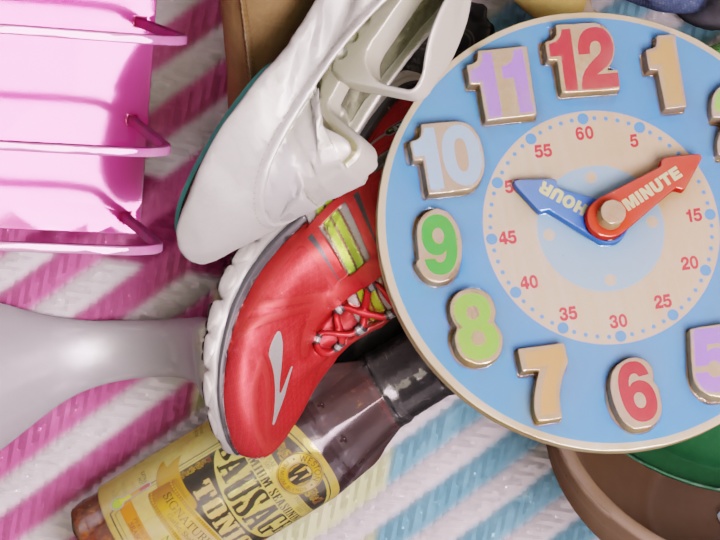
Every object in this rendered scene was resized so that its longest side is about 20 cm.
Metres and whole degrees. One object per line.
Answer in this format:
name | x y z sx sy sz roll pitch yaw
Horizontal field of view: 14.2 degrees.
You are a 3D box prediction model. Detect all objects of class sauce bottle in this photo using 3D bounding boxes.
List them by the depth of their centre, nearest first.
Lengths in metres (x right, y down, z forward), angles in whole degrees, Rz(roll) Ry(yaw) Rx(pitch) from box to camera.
sauce bottle | -0.039 0.085 1.358 0.200 0.066 0.066 -34 106 6

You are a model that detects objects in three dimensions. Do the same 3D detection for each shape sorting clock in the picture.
shape sorting clock | 0.106 -0.019 1.272 0.200 0.039 0.200 2 72 -7

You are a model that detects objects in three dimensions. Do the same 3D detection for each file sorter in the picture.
file sorter | -0.150 -0.110 1.283 0.139 0.125 0.200 2 99 -15

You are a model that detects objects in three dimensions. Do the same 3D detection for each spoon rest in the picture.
spoon rest | -0.165 0.050 1.350 0.200 0.061 0.099 -6 100 0

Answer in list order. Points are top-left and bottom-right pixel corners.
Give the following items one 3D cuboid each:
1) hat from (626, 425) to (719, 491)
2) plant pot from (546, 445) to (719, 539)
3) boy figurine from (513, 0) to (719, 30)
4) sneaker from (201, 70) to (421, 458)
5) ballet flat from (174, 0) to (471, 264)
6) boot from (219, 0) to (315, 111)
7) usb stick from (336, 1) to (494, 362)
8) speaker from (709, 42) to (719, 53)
hat | 0.199 -0.014 1.313 0.200 0.166 0.176 -7 137 -9
plant pot | 0.185 0.094 1.396 0.201 0.201 0.093 -10 138 -12
boy figurine | 0.104 -0.172 1.341 0.200 0.064 0.124 15 95 -38
sneaker | 0.000 0.000 1.305 0.200 0.085 0.077 -59 150 -10
ballet flat | -0.007 -0.079 1.252 0.069 0.069 0.200 33 92 -17
boot | -0.024 -0.158 1.309 0.175 0.066 0.200 -56 152 -33
usb stick | 0.021 -0.033 1.389 0.055 0.033 0.200 10 97 -7
speaker | 0.156 -0.062 1.385 0.200 0.088 0.088 -19 104 -15
